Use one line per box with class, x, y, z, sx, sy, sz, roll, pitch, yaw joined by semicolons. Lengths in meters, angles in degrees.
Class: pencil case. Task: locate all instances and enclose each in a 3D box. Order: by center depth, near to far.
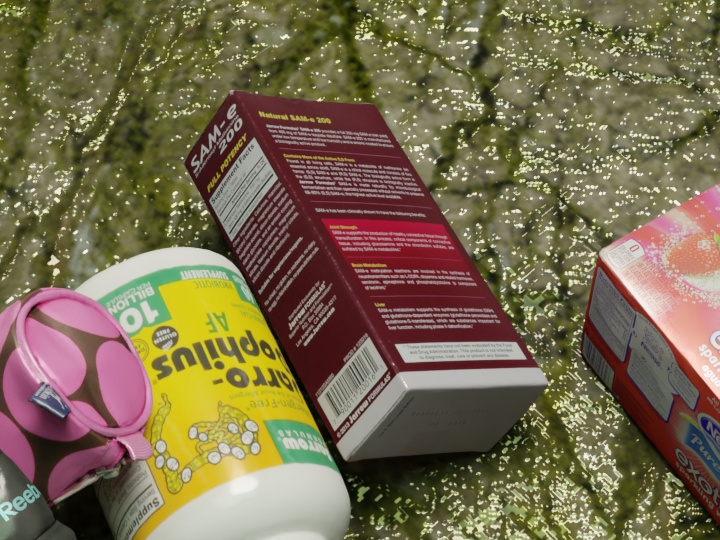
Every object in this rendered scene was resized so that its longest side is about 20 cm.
pencil case;-0.186;0.100;0.922;0.094;0.200;0.091;52;26;4

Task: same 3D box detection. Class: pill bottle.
pill bottle;-0.072;0.098;0.957;0.112;0.113;0.201;-20;59;-13

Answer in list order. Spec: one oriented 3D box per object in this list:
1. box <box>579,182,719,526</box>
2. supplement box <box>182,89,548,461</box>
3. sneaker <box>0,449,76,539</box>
box;0.207;0.066;0.987;0.095;0.100;0.200;-28;61;-17
supplement box;0.000;0.000;1.022;0.108;0.061;0.201;2;48;-44
sneaker;-0.217;0.140;0.868;0.199;0.075;0.080;-30;96;15
